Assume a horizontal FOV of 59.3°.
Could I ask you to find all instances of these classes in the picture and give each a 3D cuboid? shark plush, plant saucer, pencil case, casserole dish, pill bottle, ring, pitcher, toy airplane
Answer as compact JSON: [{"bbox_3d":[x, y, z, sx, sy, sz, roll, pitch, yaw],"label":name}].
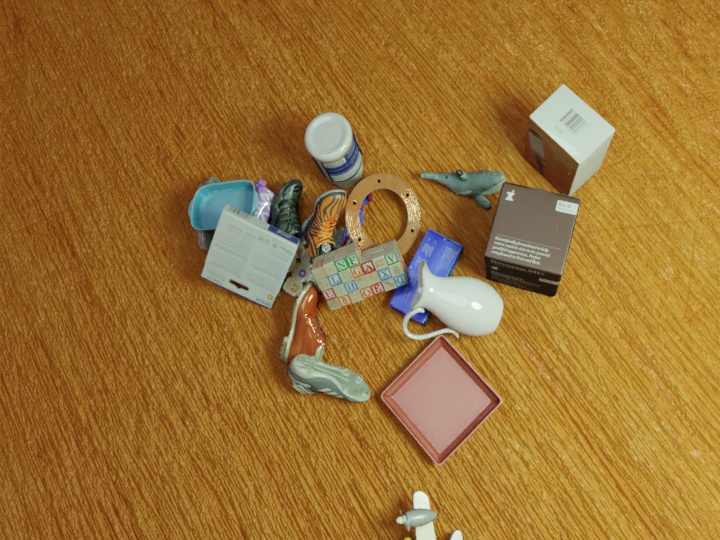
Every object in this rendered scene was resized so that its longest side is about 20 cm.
[{"bbox_3d":[0.244,-0.223,1.489,0.196,0.083,0.093,22,82,17],"label":"shark plush"},{"bbox_3d":[0.178,0.284,1.400,0.199,0.037,0.200,-44,72,-1],"label":"plant saucer"},{"bbox_3d":[-0.281,-0.123,1.587,0.083,0.085,0.203,25,81,30],"label":"pencil case"},{"bbox_3d":[-0.329,-0.154,1.548,0.194,0.039,0.125,-4,70,21],"label":"casserole dish"},{"bbox_3d":[-0.057,-0.280,1.514,0.112,0.200,0.119,-3,75,10],"label":"pill bottle"},{"bbox_3d":[0.052,-0.125,1.490,0.195,0.019,0.207,0,91,-24],"label":"ring"},{"bbox_3d":[0.199,0.091,1.392,0.195,0.122,0.176,19,105,-5],"label":"pitcher"},{"bbox_3d":[0.126,0.589,1.278,0.199,0.141,0.200,39,86,19],"label":"toy airplane"}]

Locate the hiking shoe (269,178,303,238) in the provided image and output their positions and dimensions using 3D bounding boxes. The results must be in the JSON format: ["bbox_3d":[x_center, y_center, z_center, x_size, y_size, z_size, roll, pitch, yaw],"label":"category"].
[{"bbox_3d":[-0.174,-0.123,1.566,0.099,0.075,0.205,24,92,25],"label":"hiking shoe"}]

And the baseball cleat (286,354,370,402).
[{"bbox_3d":[-0.076,0.258,1.455,0.197,0.107,0.071,29,46,-5],"label":"baseball cleat"}]

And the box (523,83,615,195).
[{"bbox_3d":[0.452,-0.278,1.392,0.106,0.200,0.153,-41,71,-2],"label":"box"}]

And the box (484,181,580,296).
[{"bbox_3d":[0.364,-0.062,1.358,0.162,0.200,0.169,15,80,17],"label":"box"}]

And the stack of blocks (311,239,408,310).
[{"bbox_3d":[0.000,0.000,1.439,0.195,0.059,0.117,-19,116,15],"label":"stack of blocks"}]

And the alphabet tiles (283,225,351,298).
[{"bbox_3d":[-0.105,-0.018,1.555,0.193,0.015,0.203,29,84,21],"label":"alphabet tiles"}]

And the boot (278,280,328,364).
[{"bbox_3d":[-0.115,0.131,1.486,0.104,0.075,0.206,16,95,13],"label":"boot"}]

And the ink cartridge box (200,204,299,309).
[{"bbox_3d":[-0.265,-0.030,1.512,0.192,0.044,0.202,25,123,-6],"label":"ink cartridge box"}]

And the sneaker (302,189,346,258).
[{"bbox_3d":[-0.074,-0.096,1.473,0.076,0.201,0.115,-2,64,-24],"label":"sneaker"}]

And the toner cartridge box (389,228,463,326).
[{"bbox_3d":[0.154,0.016,1.470,0.093,0.043,0.203,27,84,17],"label":"toner cartridge box"}]

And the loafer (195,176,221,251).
[{"bbox_3d":[-0.396,-0.141,1.636,0.061,0.072,0.206,-10,67,29],"label":"loafer"}]

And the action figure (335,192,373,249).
[{"bbox_3d":[-0.014,-0.145,1.517,0.063,0.100,0.205,10,67,14],"label":"action figure"}]
